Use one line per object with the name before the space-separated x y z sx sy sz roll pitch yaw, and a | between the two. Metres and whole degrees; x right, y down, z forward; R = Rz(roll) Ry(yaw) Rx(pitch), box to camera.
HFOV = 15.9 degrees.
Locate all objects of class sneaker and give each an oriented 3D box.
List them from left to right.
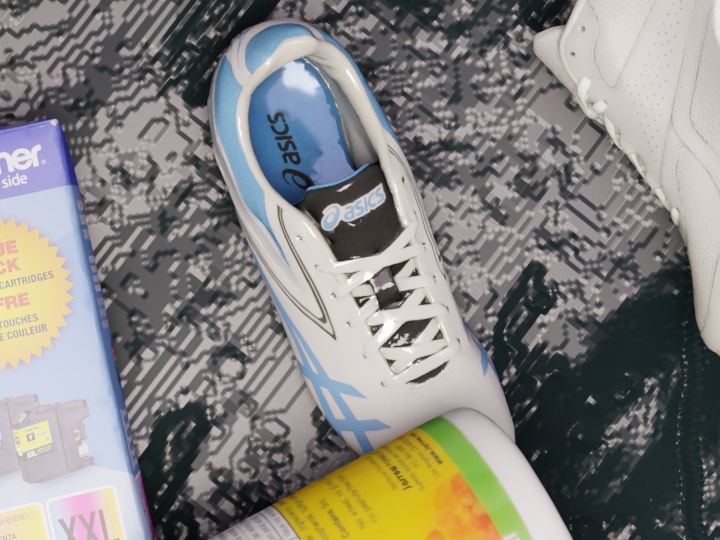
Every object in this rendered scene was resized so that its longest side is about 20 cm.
sneaker | 0.000 0.000 0.969 0.072 0.072 0.201 -27 94 -8
sneaker | 0.114 -0.064 0.988 0.091 0.076 0.201 -6 83 1

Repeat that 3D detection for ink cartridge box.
ink cartridge box | -0.161 0.024 0.949 0.136 0.076 0.201 -13 89 -6

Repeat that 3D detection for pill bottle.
pill bottle | -0.022 0.141 0.904 0.199 0.111 0.112 -28 92 -10
